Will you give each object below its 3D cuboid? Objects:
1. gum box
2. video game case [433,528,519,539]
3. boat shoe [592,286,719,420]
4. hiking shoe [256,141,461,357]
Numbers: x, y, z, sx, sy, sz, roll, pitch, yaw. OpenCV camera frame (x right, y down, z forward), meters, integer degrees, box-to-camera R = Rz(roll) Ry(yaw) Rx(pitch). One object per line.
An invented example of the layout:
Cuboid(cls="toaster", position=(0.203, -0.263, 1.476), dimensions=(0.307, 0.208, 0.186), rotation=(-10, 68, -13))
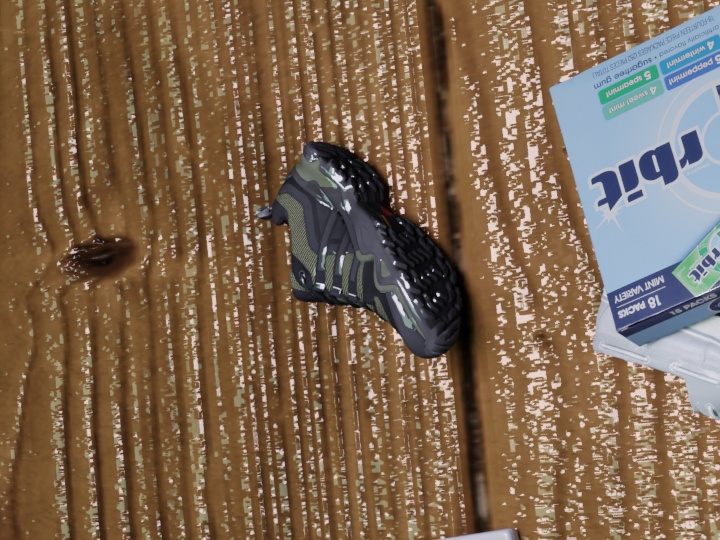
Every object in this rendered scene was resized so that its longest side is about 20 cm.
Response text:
Cuboid(cls="gum box", position=(0.236, -0.072, 1.448), dimensions=(0.169, 0.044, 0.201), rotation=(-25, 61, 23))
Cuboid(cls="video game case", position=(0.054, 0.310, 1.592), dimensions=(0.181, 0.022, 0.201), rotation=(-12, 84, 27))
Cuboid(cls="boat shoe", position=(0.253, 0.067, 1.463), dimensions=(0.200, 0.070, 0.072), rotation=(24, 101, 32))
Cuboid(cls="hiking shoe", position=(0.000, 0.000, 1.590), dimensions=(0.101, 0.075, 0.200), rotation=(-49, 61, 28))
